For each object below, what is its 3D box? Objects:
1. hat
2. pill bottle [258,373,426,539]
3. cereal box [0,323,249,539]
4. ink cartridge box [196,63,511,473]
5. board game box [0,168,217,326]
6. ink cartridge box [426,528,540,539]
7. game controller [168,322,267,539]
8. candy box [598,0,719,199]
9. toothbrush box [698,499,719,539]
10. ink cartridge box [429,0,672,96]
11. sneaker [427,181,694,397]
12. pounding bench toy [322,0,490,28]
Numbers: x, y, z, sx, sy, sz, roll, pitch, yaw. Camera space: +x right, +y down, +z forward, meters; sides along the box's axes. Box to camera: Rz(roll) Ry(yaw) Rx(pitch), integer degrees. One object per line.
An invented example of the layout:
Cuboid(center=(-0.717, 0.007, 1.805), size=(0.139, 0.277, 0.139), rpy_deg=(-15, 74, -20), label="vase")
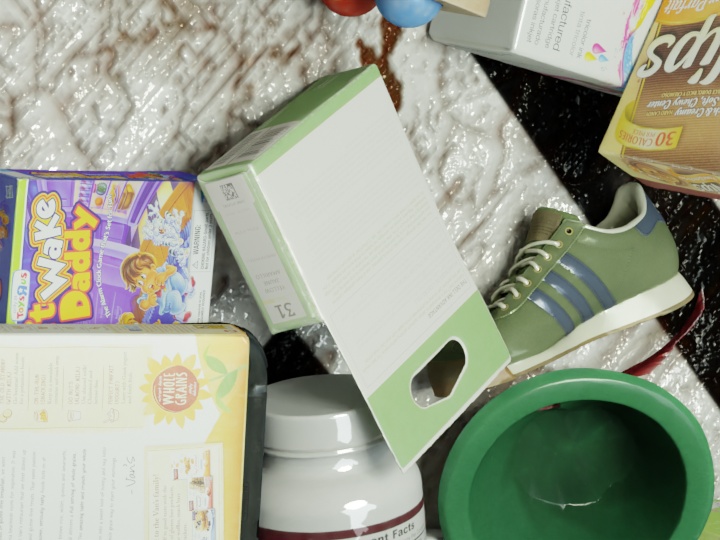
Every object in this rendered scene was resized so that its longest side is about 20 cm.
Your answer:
Cuboid(center=(0.131, 0.108, 1.843), size=(0.199, 0.176, 0.166), rpy_deg=(7, 110, -13), label="hat")
Cuboid(center=(-0.016, 0.168, 1.690), size=(0.113, 0.113, 0.201), rpy_deg=(-15, 108, -35), label="pill bottle")
Cuboid(center=(-0.162, 0.101, 1.540), size=(0.199, 0.040, 0.145), rpy_deg=(1, 99, -17), label="cereal box")
Cuboid(center=(0.000, 0.000, 1.658), size=(0.146, 0.048, 0.201), rpy_deg=(-42, 113, -49), label="ink cartridge box")
Cuboid(center=(-0.153, 0.046, 1.601), size=(0.134, 0.045, 0.201), rpy_deg=(-1, 100, -38), label="board game box")
Cuboid(center=(0.095, 0.215, 1.837), size=(0.199, 0.037, 0.095), rpy_deg=(6, 95, -36), label="ink cartridge box")
Cuboid(center=(-0.104, 0.129, 1.610), size=(0.104, 0.042, 0.201), rpy_deg=(0, 99, -23), label="game controller")
Cuboid(center=(0.233, -0.141, 1.711), size=(0.055, 0.115, 0.201), rpy_deg=(31, 80, -38), label="candy box")
Cuboid(center=(0.264, 0.242, 1.869), size=(0.086, 0.200, 0.146), rpy_deg=(-1, 101, -38), label="toothbrush box")
Cuboid(center=(0.155, -0.185, 1.769), size=(0.199, 0.085, 0.145), rpy_deg=(12, 92, -40), label="ink cartridge box")
Cuboid(center=(0.115, 0.006, 1.797), size=(0.200, 0.067, 0.090), rpy_deg=(-21, 99, -30), label="sneaker")
Cuboid(center=(-0.023, -0.231, 1.595), size=(0.200, 0.124, 0.157), rpy_deg=(17, 89, -39), label="pounding bench toy")
